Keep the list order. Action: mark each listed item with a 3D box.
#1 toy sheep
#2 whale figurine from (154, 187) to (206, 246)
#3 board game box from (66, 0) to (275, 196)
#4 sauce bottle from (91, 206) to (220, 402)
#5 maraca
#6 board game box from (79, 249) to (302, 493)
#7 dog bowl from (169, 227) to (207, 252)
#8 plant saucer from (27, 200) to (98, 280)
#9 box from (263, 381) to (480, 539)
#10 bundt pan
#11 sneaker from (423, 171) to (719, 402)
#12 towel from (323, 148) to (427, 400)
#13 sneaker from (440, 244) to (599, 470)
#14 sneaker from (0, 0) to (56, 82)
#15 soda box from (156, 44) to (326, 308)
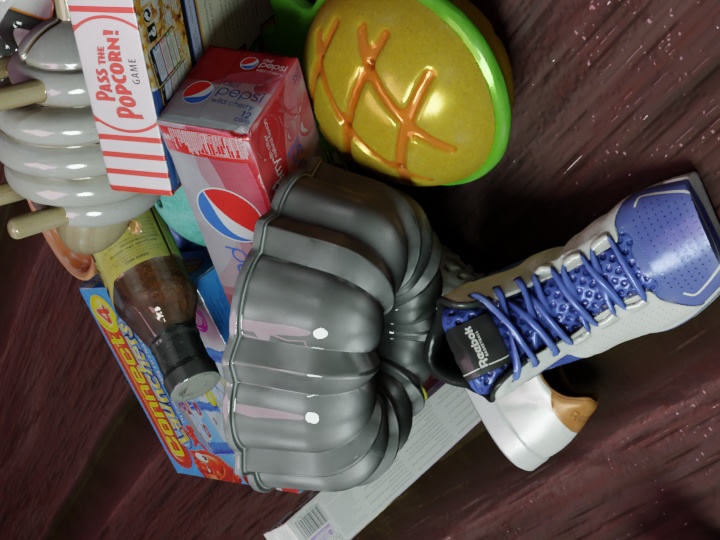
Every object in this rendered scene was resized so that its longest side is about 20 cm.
[{"bbox_3d":[-0.191,-0.101,0.875,0.137,0.137,0.202,29,132,34],"label":"toy sheep"},{"bbox_3d":[-0.090,-0.061,0.938,0.200,0.103,0.161,38,147,51],"label":"whale figurine"},{"bbox_3d":[-0.104,-0.163,0.797,0.046,0.201,0.153,6,124,19],"label":"board game box"},{"bbox_3d":[-0.163,0.003,0.970,0.202,0.065,0.066,63,153,25],"label":"sauce bottle"},{"bbox_3d":[0.012,-0.116,0.782,0.198,0.107,0.139,15,131,45],"label":"maraca"},{"bbox_3d":[-0.130,0.084,1.097,0.194,0.056,0.202,-4,117,51],"label":"board game box"},{"bbox_3d":[-0.140,-0.012,1.122,0.200,0.049,0.112,48,147,12],"label":"dog bowl"},{"bbox_3d":[-0.280,-0.091,1.213,0.200,0.037,0.202,44,147,38],"label":"plant saucer"},{"bbox_3d":[0.016,0.141,0.920,0.042,0.199,0.039,53,144,0],"label":"box"},{"bbox_3d":[-0.005,0.039,0.766,0.075,0.203,0.204,11,131,20],"label":"bundt pan"},{"bbox_3d":[0.110,0.026,0.735,0.198,0.115,0.081,-29,88,38],"label":"sneaker"},{"bbox_3d":[0.000,0.000,0.910,0.086,0.018,0.203,138,113,-78],"label":"towel"},{"bbox_3d":[0.089,0.027,0.870,0.084,0.073,0.201,-40,75,22],"label":"sneaker"},{"bbox_3d":[-0.199,-0.193,0.922,0.080,0.201,0.074,35,180,12],"label":"sneaker"},{"bbox_3d":[-0.057,-0.037,0.798,0.063,0.070,0.201,12,143,23],"label":"soda box"}]
